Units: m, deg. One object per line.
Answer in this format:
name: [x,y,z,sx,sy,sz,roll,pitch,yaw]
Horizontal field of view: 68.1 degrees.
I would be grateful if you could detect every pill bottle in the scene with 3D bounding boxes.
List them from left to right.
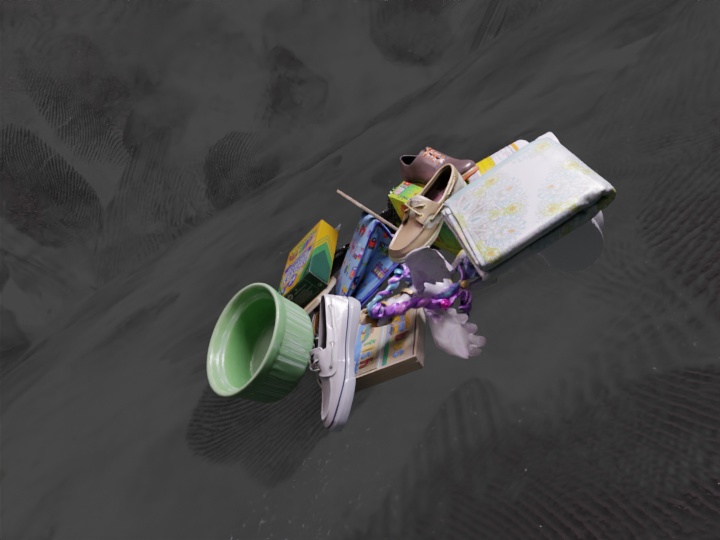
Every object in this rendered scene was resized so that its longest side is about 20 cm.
pill bottle: [0.288,-0.177,1.020,0.198,0.112,0.111,-28,22,12]
pill bottle: [0.300,-0.083,0.805,0.110,0.112,0.201,-24,23,20]

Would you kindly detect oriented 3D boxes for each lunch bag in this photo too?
lunch bag: [0.000,0.000,1.036,0.202,0.093,0.151,-57,14,6]

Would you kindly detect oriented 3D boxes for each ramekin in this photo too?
ramekin: [-0.173,0.133,0.936,0.198,0.097,0.203,-26,50,35]

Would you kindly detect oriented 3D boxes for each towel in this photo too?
towel: [0.221,-0.089,0.740,0.199,0.048,0.172,-34,37,12]

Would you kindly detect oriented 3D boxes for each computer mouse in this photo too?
computer mouse: [-0.062,-0.023,1.211,0.200,0.046,0.140,-44,5,-29]

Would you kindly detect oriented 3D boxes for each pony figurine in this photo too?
pony figurine: [0.114,0.035,0.801,0.199,0.169,0.192,-27,10,-36]

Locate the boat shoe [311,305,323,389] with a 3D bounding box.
boat shoe: [-0.058,0.130,0.918,0.071,0.068,0.201,-27,24,9]

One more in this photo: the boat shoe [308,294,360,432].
boat shoe: [-0.047,0.132,0.789,0.074,0.066,0.203,135,146,-56]

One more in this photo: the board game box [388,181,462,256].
board game box: [0.143,-0.094,0.998,0.048,0.102,0.199,-42,36,-12]

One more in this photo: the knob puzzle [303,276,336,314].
knob puzzle: [-0.107,0.088,1.071,0.220,0.030,0.220,-44,5,4]

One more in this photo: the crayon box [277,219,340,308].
crayon box: [-0.108,-0.016,1.107,0.126,0.051,0.202,-42,24,33]

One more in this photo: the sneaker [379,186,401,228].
sneaker: [0.104,-0.147,1.192,0.084,0.079,0.200,-31,-4,-16]

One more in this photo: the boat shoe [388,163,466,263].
boat shoe: [0.104,-0.098,0.888,0.073,0.067,0.201,11,54,46]

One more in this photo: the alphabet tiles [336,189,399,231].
alphabet tiles: [0.036,-0.107,1.072,0.008,0.166,0.200,-57,24,6]

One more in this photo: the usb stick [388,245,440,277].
usb stick: [0.137,-0.050,1.071,0.198,0.033,0.056,-32,28,2]

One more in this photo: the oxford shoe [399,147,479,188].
oxford shoe: [0.139,-0.193,1.005,0.071,0.073,0.199,-38,23,-26]

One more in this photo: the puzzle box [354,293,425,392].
puzzle box: [0.044,0.108,0.877,0.132,0.026,0.201,-24,23,20]
